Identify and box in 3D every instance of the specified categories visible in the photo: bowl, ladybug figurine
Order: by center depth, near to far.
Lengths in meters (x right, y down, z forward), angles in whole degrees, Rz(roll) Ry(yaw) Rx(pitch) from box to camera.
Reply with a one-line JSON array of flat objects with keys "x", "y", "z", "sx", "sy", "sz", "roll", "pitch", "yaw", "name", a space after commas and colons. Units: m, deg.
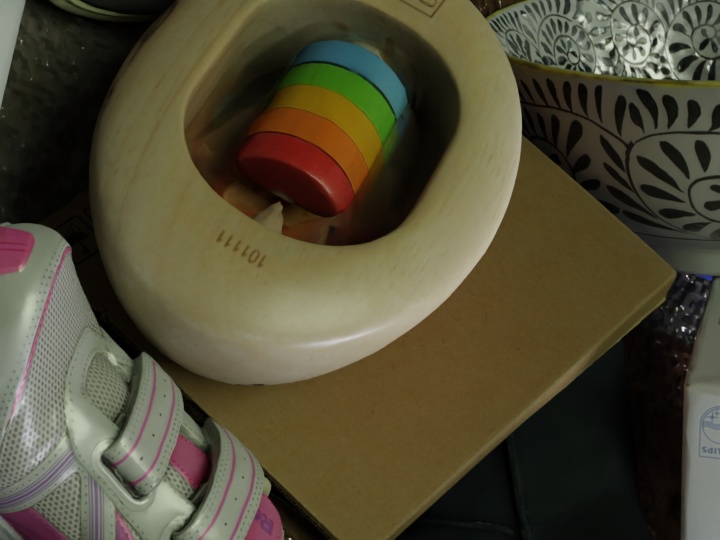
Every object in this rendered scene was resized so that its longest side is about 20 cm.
[{"x": -0.019, "y": -0.034, "z": 0.723, "sx": 0.135, "sy": 0.072, "sz": 0.200, "roll": 30, "pitch": 48, "yaw": 5, "name": "ladybug figurine"}, {"x": 0.147, "y": -0.055, "z": 0.879, "sx": 0.200, "sy": 0.200, "sz": 0.095, "roll": -19, "pitch": 114, "yaw": -43, "name": "bowl"}]

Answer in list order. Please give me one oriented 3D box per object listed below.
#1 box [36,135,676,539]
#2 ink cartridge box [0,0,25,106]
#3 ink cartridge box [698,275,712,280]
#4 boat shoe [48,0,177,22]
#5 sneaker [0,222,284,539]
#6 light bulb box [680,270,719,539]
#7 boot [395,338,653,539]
[{"x": 0.000, "y": 0.000, "z": 0.768, "sx": 0.163, "sy": 0.021, "sz": 0.200, "roll": 42, "pitch": 49, "yaw": 13, "name": "box"}, {"x": -0.191, "y": -0.017, "z": 0.605, "sx": 0.145, "sy": 0.083, "sz": 0.202, "roll": 23, "pitch": 70, "yaw": -39, "name": "ink cartridge box"}, {"x": 0.200, "y": -0.098, "z": 0.985, "sx": 0.044, "sy": 0.094, "sz": 0.202, "roll": 17, "pitch": 73, "yaw": -41, "name": "ink cartridge box"}, {"x": -0.033, "y": -0.137, "z": 0.785, "sx": 0.200, "sy": 0.066, "sz": 0.072, "roll": -15, "pitch": 95, "yaw": -44, "name": "boat shoe"}, {"x": -0.070, "y": 0.065, "z": 0.663, "sx": 0.082, "sy": 0.087, "sz": 0.201, "roll": -77, "pitch": 159, "yaw": -46, "name": "sneaker"}, {"x": 0.195, "y": 0.108, "z": 0.851, "sx": 0.198, "sy": 0.124, "sz": 0.202, "roll": -50, "pitch": 142, "yaw": -67, "name": "light bulb box"}, {"x": 0.015, "y": 0.092, "z": 0.789, "sx": 0.077, "sy": 0.198, "sz": 0.169, "roll": 80, "pitch": -2, "yaw": -53, "name": "boot"}]
